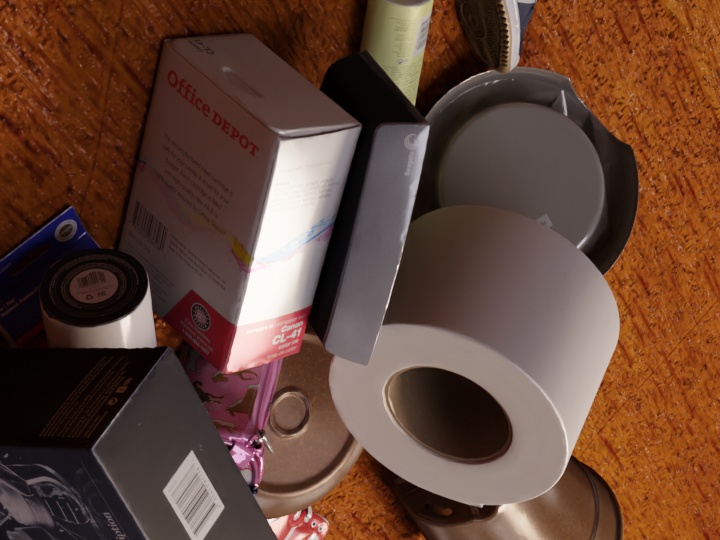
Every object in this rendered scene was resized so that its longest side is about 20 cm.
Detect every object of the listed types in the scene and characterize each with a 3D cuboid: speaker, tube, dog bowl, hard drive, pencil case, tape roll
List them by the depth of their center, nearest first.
[{"bbox_3d":[-0.009,-0.046,1.343,0.042,0.135,0.202,0,122,-25],"label":"hard drive"},{"bbox_3d":[-0.186,0.083,1.349,0.081,0.081,0.201,-30,140,-26],"label":"speaker"},{"bbox_3d":[-0.098,0.089,1.392,0.201,0.086,0.083,-80,-178,-51],"label":"pencil case"},{"bbox_3d":[0.091,0.068,1.445,0.204,0.201,0.140,84,26,-45],"label":"tape roll"},{"bbox_3d":[0.018,-0.143,1.462,0.057,0.052,0.201,7,131,-2],"label":"tube"},{"bbox_3d":[0.133,-0.068,1.540,0.200,0.200,0.059,-46,180,-5],"label":"dog bowl"}]

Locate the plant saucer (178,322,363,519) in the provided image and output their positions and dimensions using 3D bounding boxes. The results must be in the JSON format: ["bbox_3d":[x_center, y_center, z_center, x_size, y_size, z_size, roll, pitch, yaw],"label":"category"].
[{"bbox_3d":[-0.066,0.116,1.530,0.199,0.037,0.203,-6,103,-28],"label":"plant saucer"}]

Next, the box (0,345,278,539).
[{"bbox_3d":[-0.184,0.160,1.280,0.104,0.181,0.201,-54,130,-39],"label":"box"}]

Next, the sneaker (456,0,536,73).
[{"bbox_3d":[0.132,-0.257,1.459,0.108,0.070,0.201,-33,138,-20],"label":"sneaker"}]

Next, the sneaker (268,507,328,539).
[{"bbox_3d":[-0.070,0.188,1.639,0.112,0.071,0.201,-4,125,-48],"label":"sneaker"}]

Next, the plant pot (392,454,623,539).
[{"bbox_3d":[0.136,0.230,1.812,0.200,0.200,0.198,-46,137,-6],"label":"plant pot"}]

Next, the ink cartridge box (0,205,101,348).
[{"bbox_3d":[-0.215,0.047,1.385,0.094,0.037,0.201,-39,141,-14],"label":"ink cartridge box"}]

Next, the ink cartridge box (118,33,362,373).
[{"bbox_3d":[-0.093,-0.050,1.331,0.085,0.147,0.201,-11,130,-42],"label":"ink cartridge box"}]
